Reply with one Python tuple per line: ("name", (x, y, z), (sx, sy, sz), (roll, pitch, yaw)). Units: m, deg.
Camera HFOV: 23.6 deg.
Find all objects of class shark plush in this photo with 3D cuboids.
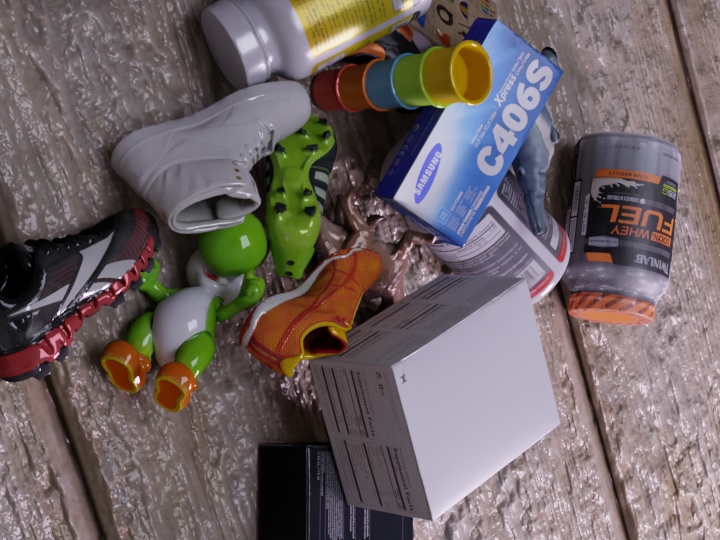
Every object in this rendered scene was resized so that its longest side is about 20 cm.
("shark plush", (0.146, -0.134, 1.730), (0.083, 0.091, 0.201), (-12, 98, -38))

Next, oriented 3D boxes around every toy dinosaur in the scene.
("toy dinosaur", (0.000, 0.000, 1.681), (0.200, 0.086, 0.136), (30, 75, -33))

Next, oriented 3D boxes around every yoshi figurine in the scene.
("yoshi figurine", (-0.143, 0.019, 1.526), (0.112, 0.112, 0.200), (48, 53, -22))

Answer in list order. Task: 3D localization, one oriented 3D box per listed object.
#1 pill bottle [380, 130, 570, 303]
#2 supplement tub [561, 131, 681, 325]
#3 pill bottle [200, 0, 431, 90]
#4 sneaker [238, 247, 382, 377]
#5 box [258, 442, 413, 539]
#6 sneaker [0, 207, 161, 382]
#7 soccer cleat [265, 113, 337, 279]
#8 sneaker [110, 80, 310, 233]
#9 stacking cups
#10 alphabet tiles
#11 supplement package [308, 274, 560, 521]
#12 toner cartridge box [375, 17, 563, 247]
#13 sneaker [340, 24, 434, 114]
("pill bottle", (0.117, -0.057, 1.768), (0.200, 0.116, 0.116), (44, 60, -33))
("supplement tub", (0.289, -0.045, 1.928), (0.122, 0.122, 0.201), (16, 77, -42))
("pill bottle", (-0.042, -0.247, 1.600), (0.199, 0.112, 0.113), (-30, 109, -17))
("sneaker", (-0.033, 0.041, 1.561), (0.077, 0.073, 0.200), (38, 40, 11))
("box", (-0.023, 0.265, 1.645), (0.141, 0.079, 0.201), (5, 84, -41))
("sneaker", (-0.247, 0.000, 1.448), (0.200, 0.071, 0.098), (-47, 121, -33))
("soccer cleat", (-0.061, -0.074, 1.613), (0.200, 0.067, 0.081), (-84, -177, -51))
("sneaker", (-0.107, -0.094, 1.535), (0.199, 0.116, 0.074), (-25, 145, -27))
("stacking cups", (0.030, -0.179, 1.633), (0.060, 0.199, 0.061), (0, 90, -46))
("alphabet tiles", (0.074, -0.293, 1.766), (0.200, 0.006, 0.167), (35, 42, -33))
("supplement package", (0.072, 0.114, 1.610), (0.200, 0.111, 0.156), (-30, 112, -40))
("toner cartridge box", (0.105, -0.133, 1.655), (0.095, 0.043, 0.201), (32, 84, -26))
("sneaker", (0.054, -0.182, 1.752), (0.200, 0.070, 0.090), (44, 63, -26))
